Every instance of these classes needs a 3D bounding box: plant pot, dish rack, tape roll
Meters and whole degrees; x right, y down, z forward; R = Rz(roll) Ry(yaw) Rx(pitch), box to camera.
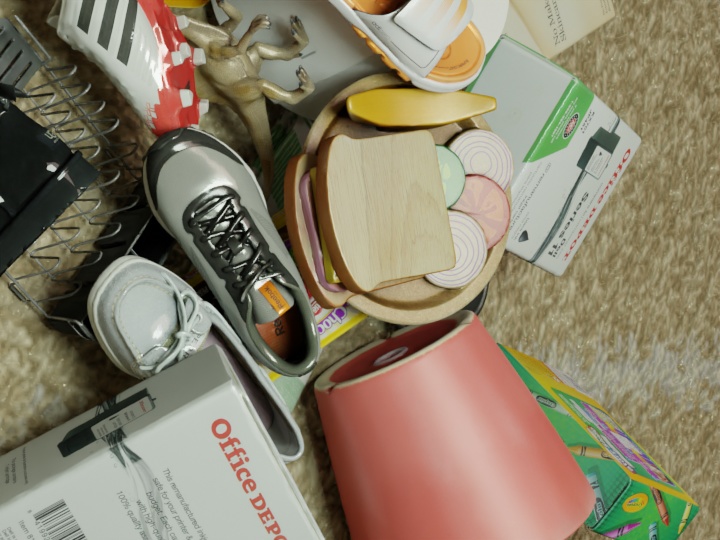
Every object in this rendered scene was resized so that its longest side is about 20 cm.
[{"bbox_3d":[0.061,0.141,1.304,0.200,0.200,0.178,-33,101,-46],"label":"plant pot"},{"bbox_3d":[-0.209,-0.066,1.102,0.200,0.054,0.154,52,49,-32],"label":"dish rack"},{"bbox_3d":[-0.001,-0.230,1.274,0.202,0.139,0.204,17,65,-40],"label":"tape roll"}]

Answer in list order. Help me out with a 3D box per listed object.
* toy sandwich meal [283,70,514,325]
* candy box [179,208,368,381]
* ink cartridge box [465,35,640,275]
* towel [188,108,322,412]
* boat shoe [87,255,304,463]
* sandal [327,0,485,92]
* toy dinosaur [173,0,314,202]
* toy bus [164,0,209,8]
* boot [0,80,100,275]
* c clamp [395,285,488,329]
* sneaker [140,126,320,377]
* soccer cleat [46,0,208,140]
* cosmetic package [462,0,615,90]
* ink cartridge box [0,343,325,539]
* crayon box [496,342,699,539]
[{"bbox_3d":[0.038,-0.054,1.185,0.204,0.070,0.206,2,86,-30],"label":"toy sandwich meal"},{"bbox_3d":[-0.063,0.020,1.206,0.200,0.026,0.103,-35,110,-13],"label":"candy box"},{"bbox_3d":[0.141,-0.089,1.364,0.147,0.083,0.200,-60,154,5],"label":"ink cartridge box"},{"bbox_3d":[-0.056,-0.010,1.299,0.153,0.023,0.201,52,50,-33],"label":"towel"},{"bbox_3d":[-0.108,0.064,1.119,0.075,0.065,0.202,-52,131,-20],"label":"boat shoe"},{"bbox_3d":[0.021,-0.198,1.139,0.206,0.059,0.080,33,56,-29],"label":"sandal"},{"bbox_3d":[-0.085,-0.142,1.201,0.200,0.101,0.058,54,30,-38],"label":"toy dinosaur"},{"bbox_3d":[-0.145,-0.312,1.140,0.135,0.200,0.193,5,49,-20],"label":"toy bus"},{"bbox_3d":[-0.273,-0.055,0.995,0.162,0.198,0.073,44,6,-8],"label":"boot"},{"bbox_3d":[0.072,-0.032,1.440,0.200,0.027,0.172,-18,110,-56],"label":"c clamp"},{"bbox_3d":[-0.080,-0.012,1.127,0.074,0.079,0.201,-34,115,-9],"label":"sneaker"},{"bbox_3d":[-0.163,-0.159,1.105,0.069,0.085,0.201,-81,158,-51],"label":"soccer cleat"},{"bbox_3d":[0.150,-0.247,1.528,0.200,0.073,0.104,-38,114,-46],"label":"cosmetic package"},{"bbox_3d":[-0.140,0.161,1.054,0.199,0.083,0.147,-27,112,-4],"label":"ink cartridge box"},{"bbox_3d":[0.192,0.155,1.443,0.119,0.200,0.058,25,106,-45],"label":"crayon box"}]
